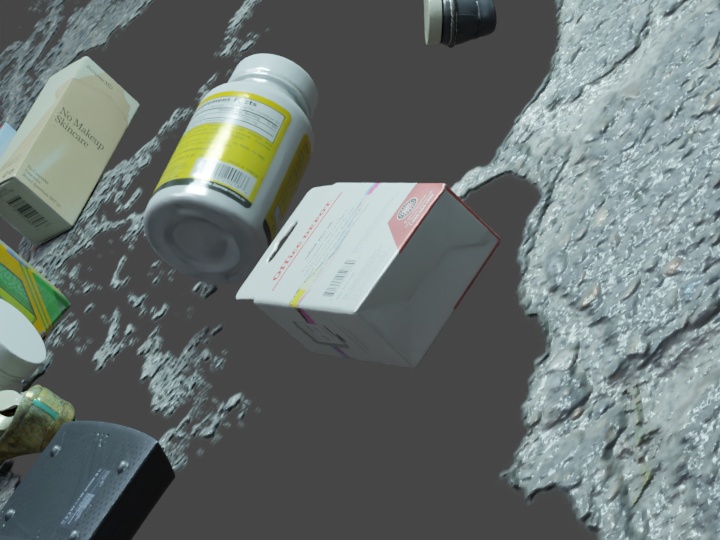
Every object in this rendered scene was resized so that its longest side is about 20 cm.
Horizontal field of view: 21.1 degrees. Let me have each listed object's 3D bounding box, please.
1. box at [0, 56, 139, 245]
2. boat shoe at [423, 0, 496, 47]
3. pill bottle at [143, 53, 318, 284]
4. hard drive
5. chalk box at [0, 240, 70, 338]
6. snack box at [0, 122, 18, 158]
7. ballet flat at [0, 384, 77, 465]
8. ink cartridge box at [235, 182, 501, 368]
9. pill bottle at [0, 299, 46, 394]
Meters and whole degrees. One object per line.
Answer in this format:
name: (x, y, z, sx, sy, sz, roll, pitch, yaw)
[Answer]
box: (-0.340, -0.137, 2.198, 0.078, 0.095, 0.200, -23, 35, 44)
boat shoe: (0.086, -0.244, 1.683, 0.063, 0.073, 0.200, 0, 27, 2)
pill bottle: (-0.105, -0.094, 1.690, 0.111, 0.111, 0.200, -25, 32, 43)
hard drive: (-0.224, 0.186, 1.545, 0.135, 0.042, 0.200, -56, 24, -18)
chalk box: (-0.416, 0.007, 1.966, 0.125, 0.200, 0.124, -50, 23, -5)
snack box: (-0.514, -0.089, 2.461, 0.200, 0.068, 0.169, -14, 40, 55)
ballet flat: (-0.334, 0.145, 1.776, 0.200, 0.071, 0.071, -21, 35, 48)
ink cartridge box: (0.000, 0.000, 1.411, 0.117, 0.067, 0.200, -55, 25, -15)
pill bottle: (-0.402, 0.121, 1.875, 0.200, 0.112, 0.112, -42, 24, 15)
